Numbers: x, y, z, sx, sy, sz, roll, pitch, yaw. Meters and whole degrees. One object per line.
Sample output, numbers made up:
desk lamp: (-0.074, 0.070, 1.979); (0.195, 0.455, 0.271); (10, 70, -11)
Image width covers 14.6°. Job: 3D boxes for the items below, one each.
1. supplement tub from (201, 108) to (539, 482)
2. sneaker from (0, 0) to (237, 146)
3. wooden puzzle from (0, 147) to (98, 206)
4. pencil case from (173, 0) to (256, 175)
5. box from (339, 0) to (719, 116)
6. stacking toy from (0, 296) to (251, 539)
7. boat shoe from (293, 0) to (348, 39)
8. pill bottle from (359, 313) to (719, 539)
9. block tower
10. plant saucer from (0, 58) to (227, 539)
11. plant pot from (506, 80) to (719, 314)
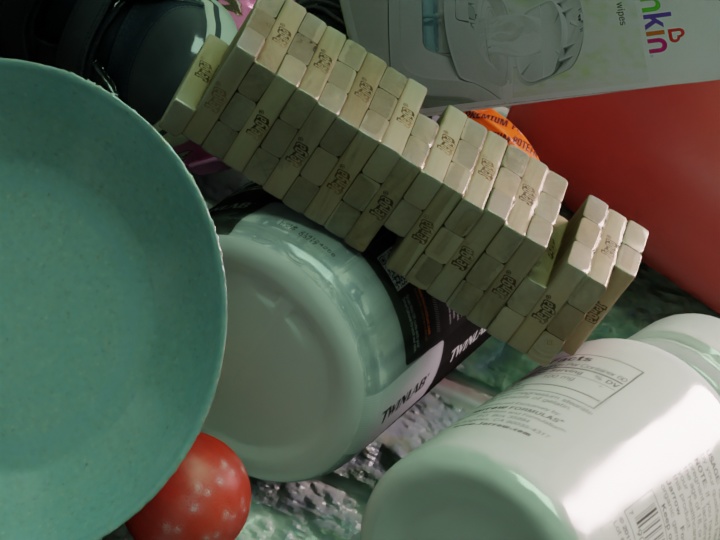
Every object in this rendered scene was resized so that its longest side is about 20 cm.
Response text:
supplement tub: (0.000, 0.000, 1.252); (0.122, 0.123, 0.200); (33, 36, 15)
sneaker: (-0.126, -0.113, 1.286); (0.079, 0.079, 0.200); (25, 4, -30)
wooden puzzle: (-0.173, -0.075, 1.242); (0.200, 0.046, 0.185); (27, -1, 10)
pencil case: (-0.068, -0.127, 1.418); (0.086, 0.083, 0.200); (29, 34, -7)
box: (0.090, -0.165, 1.281); (0.176, 0.097, 0.200); (-6, 35, 14)
stacking toy: (-0.123, 0.044, 1.168); (0.200, 0.086, 0.085); (39, 38, 16)
boat shoe: (-0.020, -0.099, 1.315); (0.200, 0.074, 0.062); (-20, 91, -67)
pill bottle: (0.099, 0.093, 1.190); (0.114, 0.115, 0.200); (37, 37, 19)
block tower: (0.019, -0.038, 1.162); (0.200, 0.058, 0.054); (31, 37, -6)
plant saucer: (-0.145, 0.018, 1.119); (0.201, 0.201, 0.039); (31, 5, 12)
plant pot: (0.200, -0.068, 1.412); (0.177, 0.201, 0.200); (47, 40, 14)
